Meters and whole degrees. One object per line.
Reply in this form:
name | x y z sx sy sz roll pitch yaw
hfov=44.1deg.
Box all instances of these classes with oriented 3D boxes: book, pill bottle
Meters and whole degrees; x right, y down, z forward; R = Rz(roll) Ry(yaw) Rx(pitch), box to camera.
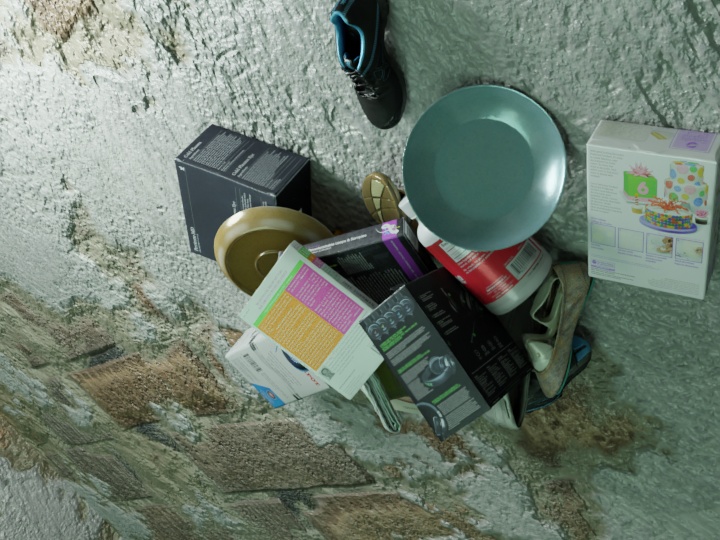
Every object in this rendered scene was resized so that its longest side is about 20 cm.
book | -0.052 0.070 1.242 0.200 0.048 0.134 38 113 -1
pill bottle | 0.149 -0.046 1.181 0.200 0.112 0.112 44 142 -7

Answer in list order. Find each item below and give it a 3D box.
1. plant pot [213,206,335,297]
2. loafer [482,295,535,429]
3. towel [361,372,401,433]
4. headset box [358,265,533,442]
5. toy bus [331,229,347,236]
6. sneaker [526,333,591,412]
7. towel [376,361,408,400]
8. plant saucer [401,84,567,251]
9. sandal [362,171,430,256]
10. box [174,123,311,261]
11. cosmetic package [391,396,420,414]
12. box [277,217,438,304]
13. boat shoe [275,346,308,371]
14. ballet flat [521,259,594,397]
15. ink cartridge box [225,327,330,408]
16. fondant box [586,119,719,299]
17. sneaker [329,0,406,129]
plant pot | -0.125 -0.013 1.340 0.198 0.028 0.201 3 136 3
loafer | 0.222 0.127 1.267 0.070 0.070 0.202 16 102 50
towel | -0.011 0.156 1.394 0.200 0.031 0.150 43 161 56
headset box | 0.112 0.095 1.176 0.093 0.174 0.201 -40 82 29
toy bus | -0.031 0.031 1.442 0.078 0.065 0.201 16 137 23
sneaker | 0.276 0.154 1.323 0.081 0.074 0.200 14 143 -30
towel | 0.108 0.118 1.359 0.199 0.023 0.144 -23 123 3
plant saucer | 0.152 -0.125 1.095 0.199 0.039 0.203 0 93 9
sandal | 0.061 -0.077 1.271 0.080 0.054 0.200 30 162 41
box | -0.177 -0.100 1.394 0.181 0.104 0.201 21 139 18
cosmetic package | 0.068 0.131 1.445 0.103 0.087 0.201 3 130 35
box | 0.000 0.000 1.281 0.199 0.036 0.143 -15 141 21
boat shoe | -0.121 0.083 1.473 0.200 0.084 0.069 58 177 45
ballet flat | 0.256 0.077 1.204 0.067 0.068 0.202 6 107 -16
ink cartridge box | -0.134 0.159 1.636 0.146 0.084 0.200 49 140 -12
fondant box | 0.344 -0.070 1.047 0.143 0.058 0.201 13 137 28
sneaker | 0.002 -0.256 1.111 0.073 0.082 0.201 9 135 30
